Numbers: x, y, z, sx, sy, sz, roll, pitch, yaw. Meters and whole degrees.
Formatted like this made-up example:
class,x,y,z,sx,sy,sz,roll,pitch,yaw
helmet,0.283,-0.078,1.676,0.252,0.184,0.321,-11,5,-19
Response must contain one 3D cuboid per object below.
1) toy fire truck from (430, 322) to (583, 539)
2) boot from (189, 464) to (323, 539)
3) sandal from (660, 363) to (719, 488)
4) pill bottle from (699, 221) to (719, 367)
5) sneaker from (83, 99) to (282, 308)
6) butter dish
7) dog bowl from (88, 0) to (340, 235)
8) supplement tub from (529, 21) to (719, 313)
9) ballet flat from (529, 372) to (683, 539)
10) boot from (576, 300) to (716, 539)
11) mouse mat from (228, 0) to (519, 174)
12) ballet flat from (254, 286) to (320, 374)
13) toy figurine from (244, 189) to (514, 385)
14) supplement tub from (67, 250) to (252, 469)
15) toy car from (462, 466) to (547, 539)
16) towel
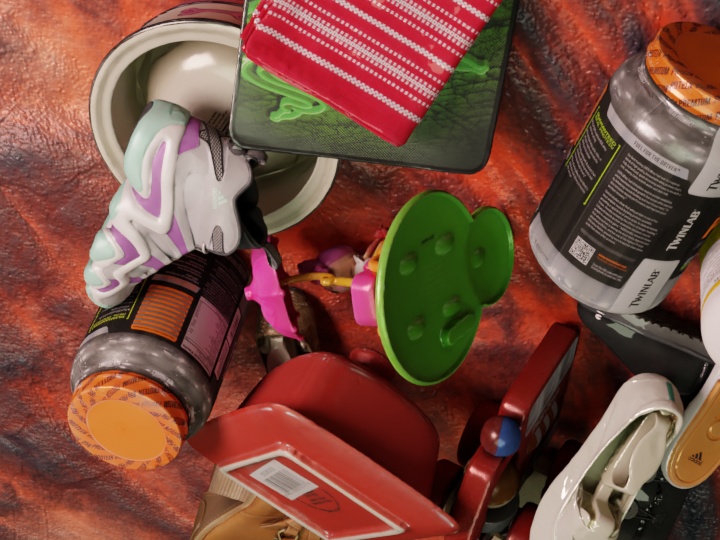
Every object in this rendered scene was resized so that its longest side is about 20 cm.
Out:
class,x,y,z,sx,sy,sz,roll,pitch,yaw
toy fire truck,0.127,0.157,1.151,0.112,0.200,0.168,24,138,21
boot,-0.090,0.261,1.376,0.155,0.077,0.200,17,124,-7
sandal,0.324,0.099,1.080,0.079,0.059,0.207,26,98,-31
pill bottle,0.303,0.014,0.978,0.104,0.200,0.105,7,131,8
sneaker,-0.130,-0.025,1.034,0.139,0.078,0.200,23,131,-6
butter dish,-0.016,0.133,1.136,0.199,0.148,0.200,35,152,-17
dog bowl,-0.107,-0.125,1.045,0.199,0.074,0.201,6,130,8
supplement tub,0.215,-0.074,0.978,0.122,0.123,0.200,21,132,-5
ballet flat,0.198,0.176,1.074,0.069,0.069,0.200,26,102,-9
boot,0.221,0.131,1.132,0.164,0.066,0.201,23,104,-7
mouse mat,0.011,-0.156,0.966,0.199,0.008,0.162,6,108,-9
ballet flat,-0.061,0.107,1.233,0.070,0.065,0.200,-3,128,19
toy figurine,0.000,0.000,1.091,0.184,0.200,0.151,4,111,36
supplement tub,-0.171,0.064,1.134,0.122,0.200,0.123,7,131,8
toy car,0.176,0.287,1.312,0.164,0.158,0.200,7,159,12
towel,0.024,-0.201,0.930,0.144,0.022,0.200,31,104,-14
